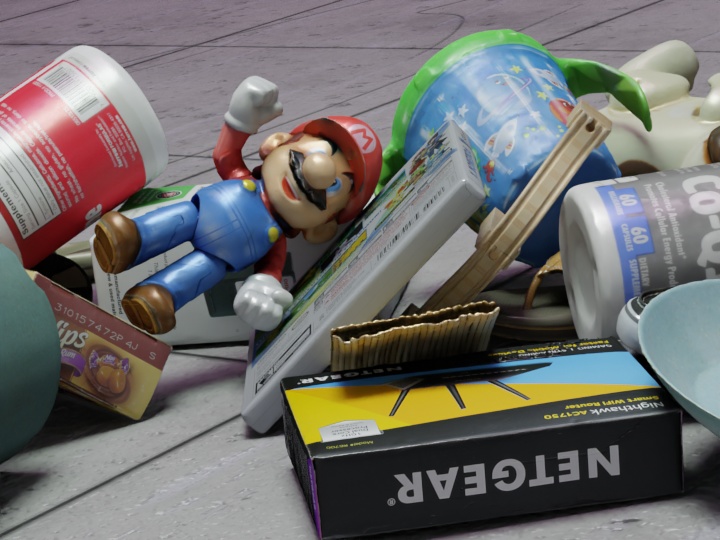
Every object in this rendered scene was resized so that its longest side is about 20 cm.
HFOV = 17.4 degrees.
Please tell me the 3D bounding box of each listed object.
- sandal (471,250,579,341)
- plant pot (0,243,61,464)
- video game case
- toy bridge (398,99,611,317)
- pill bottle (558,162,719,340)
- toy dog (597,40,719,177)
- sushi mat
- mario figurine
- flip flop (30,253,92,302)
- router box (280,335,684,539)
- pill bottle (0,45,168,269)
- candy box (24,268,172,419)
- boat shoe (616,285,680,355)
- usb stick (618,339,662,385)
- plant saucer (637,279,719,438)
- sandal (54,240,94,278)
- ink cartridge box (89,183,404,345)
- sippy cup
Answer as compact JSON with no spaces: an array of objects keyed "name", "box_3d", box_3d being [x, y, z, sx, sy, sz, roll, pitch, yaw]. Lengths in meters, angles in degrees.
[{"name":"sandal","box_3d":[0.165,0.006,1.552,0.199,0.055,0.082,-8,15,-4]},{"name":"plant pot","box_3d":[-0.278,0.061,1.325,0.199,0.202,0.196,0,8,24]},{"name":"video game case","box_3d":[0.000,0.000,1.482,0.200,0.022,0.182,-47,11,10]},{"name":"toy bridge","box_3d":[0.088,-0.020,1.502,0.027,0.200,0.067,38,15,-5]},{"name":"pill bottle","box_3d":[0.233,-0.012,1.472,0.199,0.115,0.114,-10,15,-7]},{"name":"toy dog","box_3d":[0.237,-0.073,1.655,0.193,0.141,0.200,-11,18,-28]},{"name":"sushi mat","box_3d":[0.029,0.047,1.377,0.095,0.012,0.200,-11,-11,-3]},{"name":"mario figurine","box_3d":[-0.068,-0.043,1.507,0.199,0.124,0.106,-31,39,-22]},{"name":"flip flop","box_3d":[-0.295,0.020,1.706,0.199,0.058,0.081,2,53,-15]},{"name":"router box","box_3d":[0.063,0.089,1.290,0.199,0.051,0.149,-7,15,-7]},{"name":"pill bottle","box_3d":[-0.243,-0.062,1.664,0.200,0.113,0.112,-37,26,-21]},{"name":"candy box","box_3d":[-0.225,0.034,1.518,0.116,0.057,0.199,32,-13,-36]},{"name":"boat shoe","box_3d":[0.247,0.023,1.366,0.199,0.057,0.069,3,25,-12]},{"name":"usb stick","box_3d":[0.113,0.063,1.396,0.199,0.033,0.055,-8,-4,-6]},{"name":"plant saucer","box_3d":[0.242,0.066,1.255,0.200,0.039,0.201,8,26,-4]},{"name":"sandal","box_3d":[-0.263,-0.016,1.827,0.200,0.058,0.080,-13,16,-21]},{"name":"ink cartridge box","box_3d":[-0.075,-0.009,1.663,0.199,0.084,0.147,-4,16,10]},{"name":"sippy cup","box_3d":[0.107,-0.074,1.602,0.139,0.178,0.130,26,17,-39]}]
